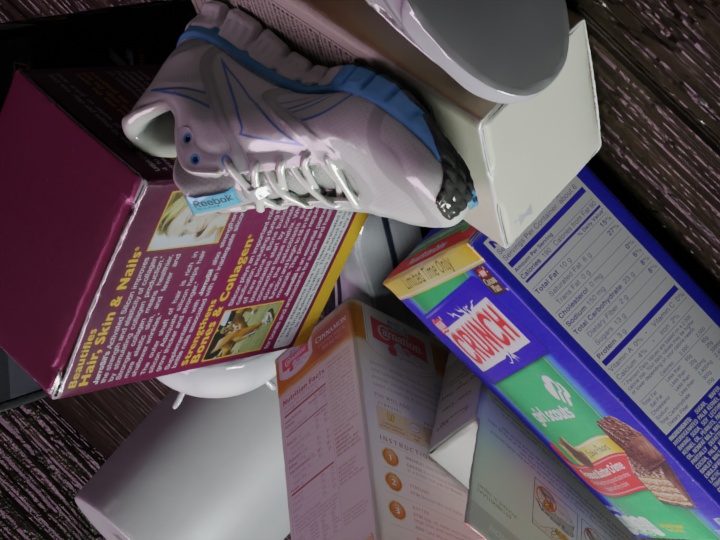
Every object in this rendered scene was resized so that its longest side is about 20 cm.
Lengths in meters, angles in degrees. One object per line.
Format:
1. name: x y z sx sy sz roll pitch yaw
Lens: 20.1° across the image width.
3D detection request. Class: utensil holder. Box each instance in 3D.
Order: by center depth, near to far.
1. utensil holder: -0.126 0.181 1.781 0.170 0.200 0.170 39 163 14

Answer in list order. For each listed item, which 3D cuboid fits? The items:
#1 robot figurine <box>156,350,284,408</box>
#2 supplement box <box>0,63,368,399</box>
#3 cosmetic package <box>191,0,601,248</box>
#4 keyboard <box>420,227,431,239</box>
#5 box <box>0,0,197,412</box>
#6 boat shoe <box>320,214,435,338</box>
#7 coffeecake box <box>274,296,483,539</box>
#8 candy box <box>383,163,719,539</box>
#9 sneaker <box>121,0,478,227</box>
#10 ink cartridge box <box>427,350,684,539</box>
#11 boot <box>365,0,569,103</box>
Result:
1. robot figurine: -0.097 -0.002 1.311 0.113 0.168 0.201 -95 1 -62
2. supplement box: -0.097 -0.027 1.049 0.103 0.132 0.199 40 -152 27
3. cosmetic package: 0.010 -0.109 0.922 0.200 0.071 0.105 37 162 26
4. keyboard: 0.001 -0.049 1.199 0.127 0.021 0.201 29 157 44
5. box: -0.153 -0.043 1.132 0.049 0.198 0.202 7 105 38
6. boat shoe: 0.000 0.000 1.198 0.071 0.072 0.201 36 150 30
7. coffeecake box: 0.037 0.136 1.133 0.153 0.073 0.201 28 -142 -33
8. candy box: 0.120 0.042 1.022 0.200 0.077 0.169 47 167 -3
9. sneaker: -0.032 -0.048 0.892 0.199 0.087 0.075 26 155 46
10. ink cartridge box: 0.120 0.147 1.117 0.200 0.177 0.045 41 121 -17
11. boot: 0.002 -0.145 0.842 0.201 0.073 0.096 54 156 -2
